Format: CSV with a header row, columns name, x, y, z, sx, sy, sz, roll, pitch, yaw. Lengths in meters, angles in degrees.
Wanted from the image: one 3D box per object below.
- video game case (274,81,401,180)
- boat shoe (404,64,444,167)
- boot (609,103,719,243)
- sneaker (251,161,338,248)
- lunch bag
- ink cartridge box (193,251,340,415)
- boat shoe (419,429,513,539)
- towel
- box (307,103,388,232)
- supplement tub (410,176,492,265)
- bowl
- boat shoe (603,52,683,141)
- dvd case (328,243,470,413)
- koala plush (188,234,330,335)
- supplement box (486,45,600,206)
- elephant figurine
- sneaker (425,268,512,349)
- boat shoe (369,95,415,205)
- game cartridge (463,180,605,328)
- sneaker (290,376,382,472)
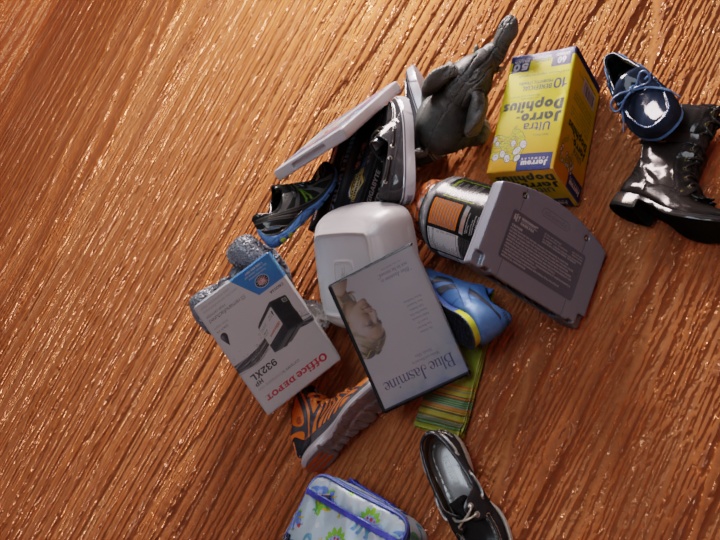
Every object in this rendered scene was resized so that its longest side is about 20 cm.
name,x,y,z,sx,sy,sz,roll,pitch,yaw
video game case,-0.039,-0.239,1.313,0.180,0.023,0.200,-24,18,43
boat shoe,0.096,-0.268,1.342,0.067,0.071,0.204,-24,61,24
boot,0.430,-0.139,1.001,0.198,0.069,0.177,24,83,47
sneaker,-0.108,-0.126,1.308,0.200,0.083,0.070,-48,10,-30
lunch bag,-0.013,0.382,1.063,0.197,0.082,0.163,17,75,41
ink cartridge box,-0.143,0.095,1.196,0.144,0.202,0.084,-35,4,-4
boat shoe,0.134,0.298,0.995,0.073,0.060,0.203,-33,56,20
towel,0.138,0.138,1.118,0.085,0.018,0.204,4,69,39
box,-0.004,-0.169,1.333,0.197,0.049,0.204,-13,56,58
supplement tub,0.172,-0.066,1.128,0.198,0.122,0.124,25,82,45
bowl,0.000,0.000,1.188,0.197,0.074,0.206,1,99,47
boat shoe,0.374,-0.242,1.063,0.084,0.068,0.201,-44,25,17
dvd case,0.054,0.084,1.101,0.140,0.018,0.204,-25,87,12
koala plush,-0.149,0.071,1.310,0.200,0.183,0.179,44,103,22
supplement box,0.273,-0.208,1.137,0.107,0.109,0.205,0,67,38
elephant figurine,0.155,-0.276,1.188,0.138,0.201,0.159,3,70,-8
sneaker,0.147,0.045,1.123,0.077,0.067,0.200,-25,31,-14
boat shoe,0.046,-0.191,1.200,0.064,0.070,0.205,4,63,-10
game cartridge,0.234,-0.026,1.016,0.136,0.197,0.040,-64,23,-9
sneaker,-0.042,0.203,1.183,0.200,0.077,0.113,-45,48,10
